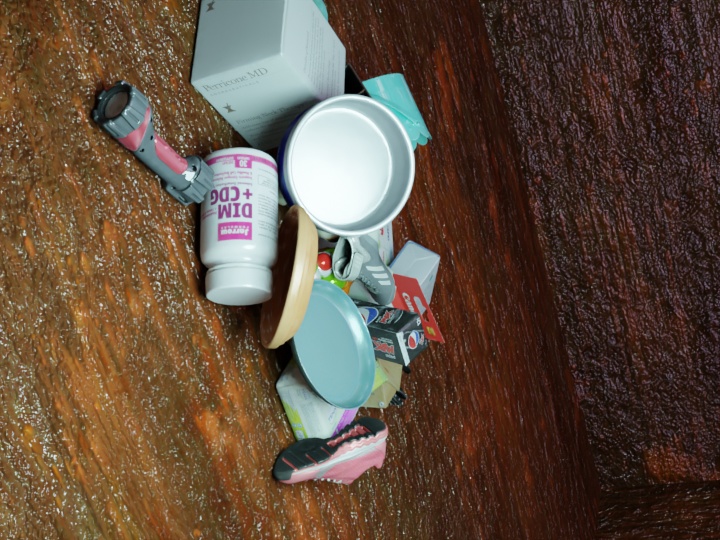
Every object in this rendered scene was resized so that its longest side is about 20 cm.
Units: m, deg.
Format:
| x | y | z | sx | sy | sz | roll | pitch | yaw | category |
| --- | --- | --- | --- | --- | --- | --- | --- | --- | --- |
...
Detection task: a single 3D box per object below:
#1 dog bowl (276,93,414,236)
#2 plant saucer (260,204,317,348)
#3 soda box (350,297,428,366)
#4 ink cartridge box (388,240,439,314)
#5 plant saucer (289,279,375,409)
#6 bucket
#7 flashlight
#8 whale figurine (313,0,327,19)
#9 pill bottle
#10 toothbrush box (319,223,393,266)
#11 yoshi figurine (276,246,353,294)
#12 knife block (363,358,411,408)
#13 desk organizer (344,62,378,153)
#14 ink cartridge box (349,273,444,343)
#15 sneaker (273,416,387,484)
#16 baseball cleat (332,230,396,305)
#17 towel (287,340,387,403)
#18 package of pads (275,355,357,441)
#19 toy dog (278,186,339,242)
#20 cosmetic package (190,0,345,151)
| x | y | z | sx | sy | sz | roll | pitch | yaw | category |
| --- | --- | --- | --- | --- | --- | --- | --- | --- | --- |
| -0.023 | -0.154 | 1.327 | 0.079 | 0.197 | 0.204 | -168 | -117 | -70 | dog bowl |
| -0.098 | 0.011 | 1.256 | 0.200 | 0.037 | 0.204 | -167 | -91 | -75 | plant saucer |
| 0.019 | 0.101 | 1.549 | 0.063 | 0.198 | 0.072 | -37 | 121 | -34 | soda box |
| 0.083 | 0.059 | 1.762 | 0.137 | 0.075 | 0.202 | -52 | 161 | -30 | ink cartridge box |
| -0.046 | 0.114 | 1.358 | 0.199 | 0.027 | 0.203 | 34 | 45 | -42 | plant saucer |
| 0.023 | -0.282 | 1.731 | 0.207 | 0.204 | 0.137 | -18 | 87 | -67 | bucket |
| -0.261 | -0.163 | 1.170 | 0.200 | 0.067 | 0.069 | 43 | 47 | -53 | flashlight |
| -0.090 | -0.403 | 1.572 | 0.159 | 0.102 | 0.203 | -74 | 139 | -87 | whale figurine |
| -0.172 | -0.061 | 1.277 | 0.113 | 0.111 | 0.204 | 31 | 53 | -61 | pill bottle |
| -0.012 | -0.083 | 1.705 | 0.200 | 0.085 | 0.149 | 33 | 52 | -62 | toothbrush box |
| -0.091 | 0.024 | 1.445 | 0.199 | 0.110 | 0.115 | -11 | 97 | -67 | yoshi figurine |
| 0.042 | 0.177 | 1.724 | 0.176 | 0.063 | 0.204 | -50 | 136 | -58 | knife block |
| -0.010 | -0.241 | 1.467 | 0.202 | 0.071 | 0.078 | 60 | -26 | 29 | desk organizer |
| 0.043 | 0.070 | 1.633 | 0.050 | 0.198 | 0.162 | -46 | 129 | -26 | ink cartridge box |
| -0.039 | 0.303 | 1.393 | 0.197 | 0.073 | 0.089 | -16 | 113 | -25 | sneaker |
| 0.000 | 0.000 | 1.469 | 0.107 | 0.069 | 0.202 | -46 | 137 | -29 | baseball cleat |
| -0.051 | 0.125 | 1.444 | 0.200 | 0.023 | 0.143 | 47 | 32 | 12 | towel |
| -0.061 | 0.193 | 1.494 | 0.201 | 0.067 | 0.157 | -60 | 136 | -58 | package of pads |
| -0.050 | -0.134 | 1.513 | 0.141 | 0.190 | 0.203 | 71 | 15 | -50 | toy dog |
| -0.138 | -0.321 | 1.399 | 0.200 | 0.164 | 0.169 | 44 | 42 | -53 | cosmetic package |
